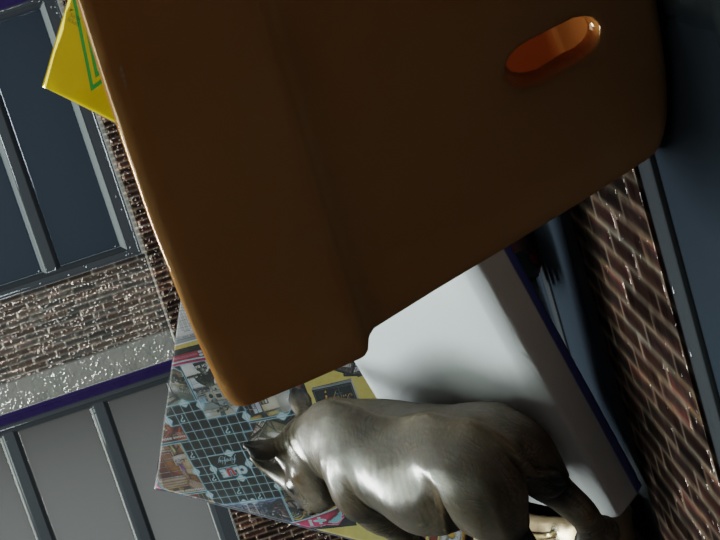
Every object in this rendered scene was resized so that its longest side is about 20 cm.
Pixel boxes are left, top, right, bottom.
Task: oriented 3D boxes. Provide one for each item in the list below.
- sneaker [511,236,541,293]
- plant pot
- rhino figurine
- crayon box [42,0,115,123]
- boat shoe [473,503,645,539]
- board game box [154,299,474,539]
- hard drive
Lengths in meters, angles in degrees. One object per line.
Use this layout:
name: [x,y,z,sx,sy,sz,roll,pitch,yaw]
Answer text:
sneaker: [0.046,-0.030,0.932,0.201,0.070,0.099,-103,-7,-78]
plant pot: [0.000,-0.078,0.502,0.200,0.139,0.202,162,90,-89]
rhino figurine: [0.017,0.092,0.792,0.199,0.060,0.088,2,135,47]
crayon box: [-0.080,-0.196,0.898,0.173,0.058,0.201,-62,1,39]
boat shoe: [0.099,0.119,0.870,0.200,0.070,0.065,-153,49,-75]
board game box: [-0.017,0.080,1.007,0.035,0.198,0.137,-2,-78,-67]
hard drive: [0.031,0.019,0.772,0.131,0.025,0.201,5,133,51]
